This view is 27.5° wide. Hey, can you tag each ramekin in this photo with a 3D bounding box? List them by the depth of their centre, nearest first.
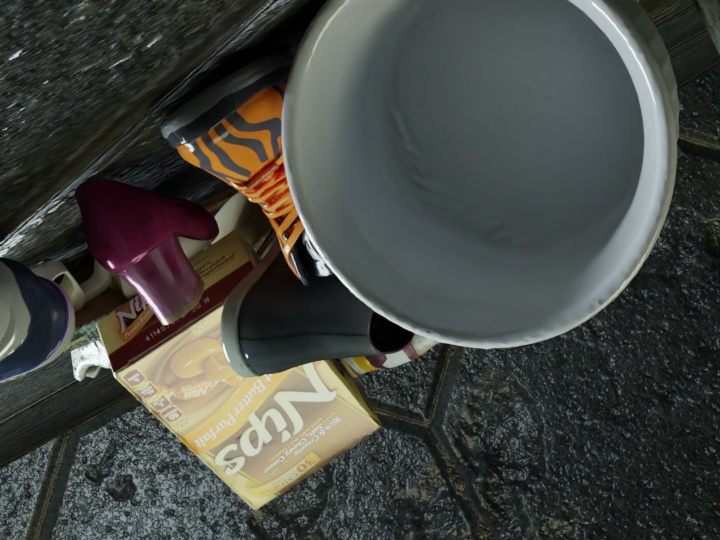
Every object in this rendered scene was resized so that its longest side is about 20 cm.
[{"bbox_3d":[0.068,-0.071,0.749,0.199,0.202,0.098,-30,-177,27],"label":"ramekin"}]

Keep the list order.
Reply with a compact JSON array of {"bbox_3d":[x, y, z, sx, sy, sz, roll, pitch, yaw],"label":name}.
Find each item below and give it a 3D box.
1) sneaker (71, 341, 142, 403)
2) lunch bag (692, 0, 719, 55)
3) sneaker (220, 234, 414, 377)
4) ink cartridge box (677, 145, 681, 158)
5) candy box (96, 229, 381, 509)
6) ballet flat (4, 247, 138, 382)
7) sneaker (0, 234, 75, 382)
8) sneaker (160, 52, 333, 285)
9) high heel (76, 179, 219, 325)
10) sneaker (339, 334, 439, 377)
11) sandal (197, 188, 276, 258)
[{"bbox_3d":[-0.143,0.056,1.103,0.198,0.090,0.077,5,-170,31],"label":"sneaker"},{"bbox_3d":[0.271,-0.174,0.904,0.138,0.202,0.168,-26,174,3],"label":"lunch bag"},{"bbox_3d":[0.000,0.000,0.927,0.105,0.075,0.201,-3,-147,25],"label":"sneaker"},{"bbox_3d":[0.169,-0.115,1.351,0.199,0.148,0.083,-30,178,38],"label":"ink cartridge box"},{"bbox_3d":[-0.079,0.074,1.014,0.115,0.056,0.200,-33,136,4],"label":"candy box"},{"bbox_3d":[-0.188,0.013,1.004,0.199,0.075,0.074,-32,179,-29],"label":"ballet flat"},{"bbox_3d":[-0.268,0.051,0.826,0.198,0.081,0.146,-26,169,9],"label":"sneaker"},{"bbox_3d":[-0.038,-0.052,0.811,0.077,0.113,0.200,-29,177,14],"label":"sneaker"},{"bbox_3d":[-0.141,-0.036,0.923,0.067,0.096,0.200,-32,-162,8],"label":"high heel"},{"bbox_3d":[0.033,-0.008,1.092,0.089,0.075,0.202,-15,-137,22],"label":"sneaker"},{"bbox_3d":[-0.092,-0.040,1.094,0.069,0.079,0.211,13,152,-39],"label":"sandal"}]
